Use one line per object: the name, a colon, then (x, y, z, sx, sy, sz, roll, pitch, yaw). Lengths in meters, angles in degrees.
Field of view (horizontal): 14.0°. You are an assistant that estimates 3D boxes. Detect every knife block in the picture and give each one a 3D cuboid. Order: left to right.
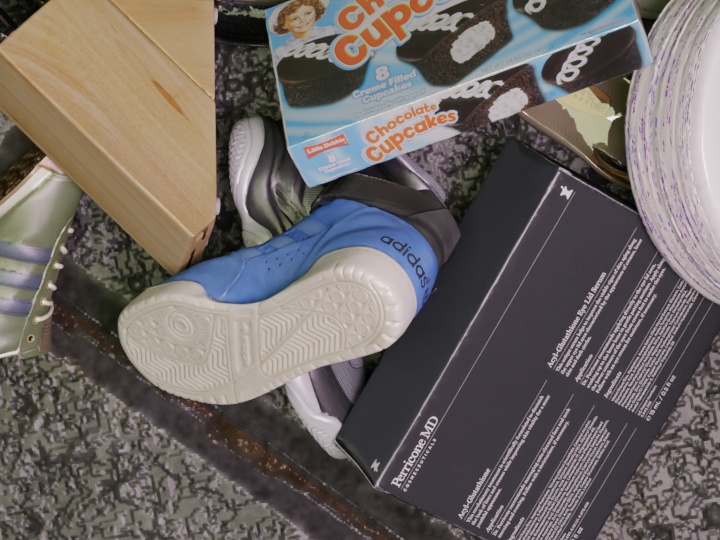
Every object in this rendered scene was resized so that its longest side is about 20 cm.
knife block: (-0.168, -0.102, 1.616, 0.174, 0.064, 0.201, 2, 67, -10)

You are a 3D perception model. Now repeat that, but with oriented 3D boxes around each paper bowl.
paper bowl: (0.249, -0.073, 1.566, 0.200, 0.104, 0.202, 0, 90, -31)

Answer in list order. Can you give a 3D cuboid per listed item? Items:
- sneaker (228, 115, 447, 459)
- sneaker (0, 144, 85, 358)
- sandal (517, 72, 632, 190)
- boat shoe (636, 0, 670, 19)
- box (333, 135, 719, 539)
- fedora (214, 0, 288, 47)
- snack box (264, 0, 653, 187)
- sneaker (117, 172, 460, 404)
sneaker: (0.000, 0.000, 1.648, 0.113, 0.075, 0.201, -15, 90, 8)
sneaker: (-0.202, 0.007, 1.679, 0.200, 0.067, 0.090, -43, 105, 1)
sandal: (0.168, -0.078, 1.641, 0.199, 0.054, 0.081, 26, 95, 3)
boat shoe: (0.232, -0.205, 1.620, 0.200, 0.072, 0.061, -19, 54, 4)
box: (0.099, 0.049, 1.619, 0.141, 0.079, 0.201, 28, 96, -28)
fedora: (-0.071, -0.219, 1.632, 0.199, 0.092, 0.202, 0, 94, 5)
snack box: (0.050, -0.127, 1.584, 0.199, 0.117, 0.037, -20, 135, 8)
sneaker: (-0.034, 0.006, 1.588, 0.199, 0.111, 0.077, -17, 111, 39)
